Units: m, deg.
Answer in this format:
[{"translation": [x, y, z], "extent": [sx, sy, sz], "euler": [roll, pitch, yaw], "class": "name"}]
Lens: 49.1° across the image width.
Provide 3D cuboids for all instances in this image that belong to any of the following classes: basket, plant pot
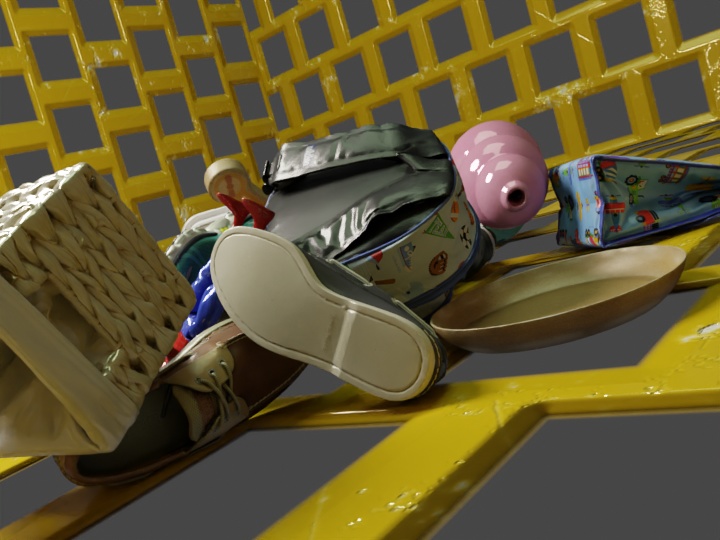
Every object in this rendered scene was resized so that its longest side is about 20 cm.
[{"translation": [-0.221, 0.032, 0.518], "extent": [0.197, 0.137, 0.124], "euler": [-11, 35, 39], "class": "basket"}, {"translation": [0.150, 0.023, 0.604], "extent": [0.195, 0.028, 0.200], "euler": [-17, 6, 2], "class": "plant pot"}]

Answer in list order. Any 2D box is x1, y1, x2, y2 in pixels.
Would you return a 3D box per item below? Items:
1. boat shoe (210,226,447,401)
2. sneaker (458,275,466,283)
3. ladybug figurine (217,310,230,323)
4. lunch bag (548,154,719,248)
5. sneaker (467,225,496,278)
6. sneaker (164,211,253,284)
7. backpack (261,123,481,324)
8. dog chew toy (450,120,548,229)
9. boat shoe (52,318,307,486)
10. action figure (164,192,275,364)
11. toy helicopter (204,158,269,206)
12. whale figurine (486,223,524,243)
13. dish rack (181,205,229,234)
[{"translation": [-0.025, 0.030, 0.557], "extent": [0.197, 0.074, 0.062], "euler": [28, 10, 28], "class": "boat shoe"}, {"translation": [0.072, -0.001, 0.919], "extent": [0.079, 0.076, 0.200], "euler": [-8, 11, -5], "class": "sneaker"}, {"translation": [-0.162, 0.082, 0.759], "extent": [0.134, 0.074, 0.198], "euler": [-10, 9, 46], "class": "ladybug figurine"}, {"translation": [0.324, -0.085, 0.857], "extent": [0.195, 0.097, 0.151], "euler": [-8, 3, -3], "class": "lunch bag"}, {"translation": [0.134, -0.040, 0.985], "extent": [0.113, 0.077, 0.200], "euler": [-22, 4, -22], "class": "sneaker"}, {"translation": [-0.125, 0.000, 0.725], "extent": [0.200, 0.079, 0.079], "euler": [-43, -21, -52], "class": "sneaker"}, {"translation": [0.012, -0.027, 0.693], "extent": [0.187, 0.155, 0.203], "euler": [-26, 39, 17], "class": "backpack"}, {"translation": [0.166, -0.106, 0.926], "extent": [0.122, 0.127, 0.200], "euler": [-16, 16, 5], "class": "dog chew toy"}, {"translation": [-0.117, 0.095, 0.555], "extent": [0.197, 0.077, 0.074], "euler": [-29, 15, -20], "class": "boat shoe"}, {"translation": [-0.148, 0.031, 0.618], "extent": [0.098, 0.205, 0.065], "euler": [22, -6, -39], "class": "action figure"}, {"translation": [-0.107, -0.055, 0.882], "extent": [0.131, 0.080, 0.199], "euler": [-37, -41, 14], "class": "toy helicopter"}, {"translation": [0.191, -0.078, 1.195], "extent": [0.155, 0.106, 0.201], "euler": [-18, -19, -6], "class": "whale figurine"}, {"translation": [-0.128, -0.009, 1.054], "extent": [0.195, 0.176, 0.044], "euler": [-17, 16, -5], "class": "dish rack"}]
